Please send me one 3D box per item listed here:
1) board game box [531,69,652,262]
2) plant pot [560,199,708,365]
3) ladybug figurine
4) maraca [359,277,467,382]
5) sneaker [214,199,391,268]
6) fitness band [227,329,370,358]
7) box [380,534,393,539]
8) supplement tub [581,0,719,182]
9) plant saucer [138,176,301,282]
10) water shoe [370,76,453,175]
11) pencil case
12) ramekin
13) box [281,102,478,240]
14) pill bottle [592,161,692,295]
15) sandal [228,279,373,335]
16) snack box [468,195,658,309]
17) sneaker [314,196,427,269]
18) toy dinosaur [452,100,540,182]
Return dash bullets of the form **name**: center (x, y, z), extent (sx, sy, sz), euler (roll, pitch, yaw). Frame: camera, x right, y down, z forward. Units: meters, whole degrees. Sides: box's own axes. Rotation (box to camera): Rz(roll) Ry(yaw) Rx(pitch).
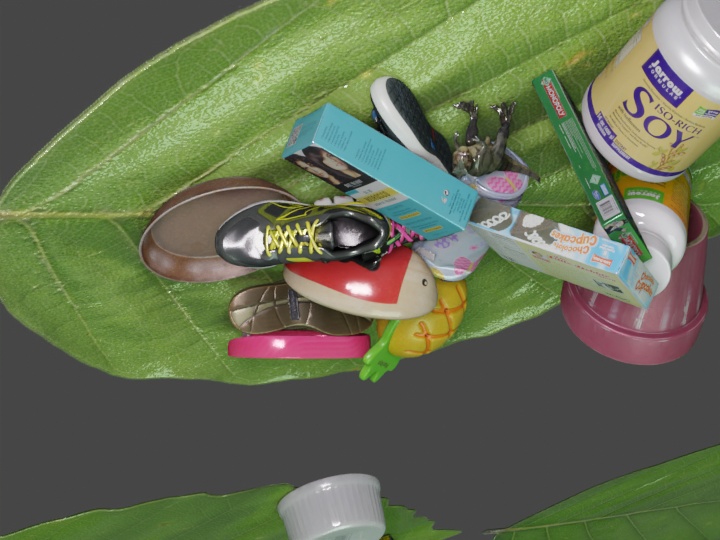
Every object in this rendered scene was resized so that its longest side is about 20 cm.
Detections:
- **board game box**: center (0.258, -0.113, 1.484), extent (0.029, 0.201, 0.134), euler (-28, 151, 15)
- **plant pot**: center (0.379, -0.005, 1.780), extent (0.198, 0.201, 0.180), euler (-8, 136, -16)
- **ladybug figurine**: center (0.000, 0.000, 1.625), extent (0.198, 0.136, 0.072), euler (11, 116, 2)
- **maraca**: center (0.068, 0.068, 1.775), extent (0.200, 0.107, 0.137), euler (-52, 156, 5)
- **sneaker**: center (-0.061, -0.044, 1.458), extent (0.198, 0.075, 0.085), euler (-8, -175, -6)
- **fitness band**: center (-0.081, 0.099, 1.787), extent (0.199, 0.038, 0.143), euler (1, 178, -32)
- **box**: center (0.059, 0.635, 2.886), extent (0.070, 0.065, 0.200), euler (-19, 153, 5)
- **supplement tub**: center (0.346, -0.205, 1.425), extent (0.144, 0.146, 0.200), euler (1, 148, -30)
- **plant saucer**: center (-0.161, -0.051, 1.544), extent (0.199, 0.035, 0.201), euler (-12, 152, -7)
- **water shoe**: center (0.039, -0.138, 1.458), extent (0.078, 0.072, 0.200), euler (-17, 151, 18)
- **pencil case**: center (0.130, -0.070, 1.619), extent (0.090, 0.084, 0.200), euler (4, 147, -20)
- **ramekin**: center (-0.048, 0.463, 2.476), extent (0.199, 0.098, 0.201), euler (-14, 153, -7)
- **box**: center (0.022, -0.102, 1.424), extent (0.199, 0.049, 0.082), euler (28, 161, -22)
- **pill bottle**: center (0.339, -0.059, 1.605), extent (0.110, 0.201, 0.112), euler (9, 130, 11)
- **sandal**: center (-0.078, 0.046, 1.732), extent (0.198, 0.081, 0.054), euler (-3, -177, -19)
- **snack box**: center (0.225, -0.021, 1.495), extent (0.116, 0.199, 0.037), euler (37, 77, -55)
- **sneaker**: center (0.028, -0.045, 1.548), extent (0.198, 0.088, 0.074), euler (-5, 129, 11)
- **toy dinosaur**: center (0.143, -0.143, 1.482), extent (0.047, 0.089, 0.199), euler (-6, 178, 34)
